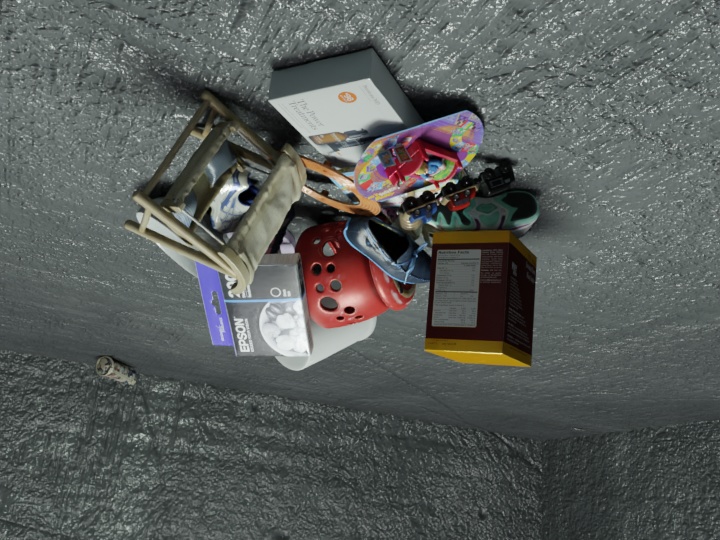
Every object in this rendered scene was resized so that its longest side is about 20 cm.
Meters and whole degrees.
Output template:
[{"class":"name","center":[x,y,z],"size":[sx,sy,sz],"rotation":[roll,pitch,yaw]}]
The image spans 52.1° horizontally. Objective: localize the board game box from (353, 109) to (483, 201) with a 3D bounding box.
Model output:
[{"class":"board game box","center":[0.090,-0.144,1.042],"size":[0.199,0.039,0.158],"rotation":[-19,154,-8]}]

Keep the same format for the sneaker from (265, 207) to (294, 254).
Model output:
[{"class":"sneaker","center":[-0.172,-0.028,1.364],"size":[0.082,0.200,0.070],"rotation":[40,-175,11]}]

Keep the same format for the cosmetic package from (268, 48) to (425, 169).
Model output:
[{"class":"cosmetic package","center":[-0.010,-0.214,1.013],"size":[0.150,0.052,0.200],"rotation":[-8,157,25]}]

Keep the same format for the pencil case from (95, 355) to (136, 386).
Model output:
[{"class":"pencil case","center":[-0.961,0.397,2.895],"size":[0.089,0.078,0.200],"rotation":[19,164,18]}]

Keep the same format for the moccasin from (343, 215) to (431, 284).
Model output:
[{"class":"moccasin","center":[0.061,-0.029,1.249],"size":[0.199,0.081,0.068],"rotation":[24,159,-32]}]

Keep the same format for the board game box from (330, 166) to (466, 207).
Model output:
[{"class":"board game box","center":[0.064,-0.149,1.192],"size":[0.199,0.034,0.134],"rotation":[-4,158,24]}]

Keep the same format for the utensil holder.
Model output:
[{"class":"utensil holder","center":[-0.092,0.110,1.623],"size":[0.200,0.171,0.170],"rotation":[-26,-176,-40]}]

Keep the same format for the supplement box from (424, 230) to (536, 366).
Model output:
[{"class":"supplement box","center":[0.211,0.052,1.259],"size":[0.132,0.201,0.197],"rotation":[0,168,26]}]

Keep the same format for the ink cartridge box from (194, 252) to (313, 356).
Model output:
[{"class":"ink cartridge box","center":[-0.194,0.066,1.325],"size":[0.199,0.043,0.199],"rotation":[-1,120,9]}]

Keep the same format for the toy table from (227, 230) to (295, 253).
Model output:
[{"class":"toy table","center":[-0.209,-0.021,1.498],"size":[0.183,0.118,0.200],"rotation":[-5,159,27]}]

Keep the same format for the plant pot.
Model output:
[{"class":"plant pot","center":[0.000,0.000,1.383],"size":[0.182,0.201,0.200],"rotation":[-10,156,24]}]

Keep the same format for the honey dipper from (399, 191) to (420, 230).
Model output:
[{"class":"honey dipper","center":[0.080,-0.121,1.159],"size":[0.038,0.038,0.200],"rotation":[4,158,4]}]

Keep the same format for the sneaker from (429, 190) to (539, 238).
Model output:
[{"class":"sneaker","center":[0.204,-0.079,1.283],"size":[0.199,0.078,0.140],"rotation":[3,159,8]}]

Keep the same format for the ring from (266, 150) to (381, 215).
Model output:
[{"class":"ring","center":[-0.056,-0.141,1.172],"size":[0.200,0.019,0.200],"rotation":[24,169,5]}]

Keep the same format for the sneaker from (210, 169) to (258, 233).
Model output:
[{"class":"sneaker","center":[-0.220,-0.116,1.299],"size":[0.088,0.076,0.200],"rotation":[4,161,2]}]

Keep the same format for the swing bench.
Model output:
[{"class":"swing bench","center":[-0.197,-0.107,1.060],"size":[0.199,0.200,0.130],"rotation":[31,155,-11]}]

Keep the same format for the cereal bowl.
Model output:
[{"class":"cereal bowl","center":[-0.322,-0.067,1.397],"size":[0.200,0.083,0.200],"rotation":[34,159,15]}]

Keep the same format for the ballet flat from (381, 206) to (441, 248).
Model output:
[{"class":"ballet flat","center":[0.116,-0.079,1.316],"size":[0.199,0.072,0.069],"rotation":[17,156,-28]}]

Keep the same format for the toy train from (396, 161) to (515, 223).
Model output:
[{"class":"toy train","center":[0.148,-0.115,1.126],"size":[0.199,0.046,0.034],"rotation":[-21,176,-12]}]
